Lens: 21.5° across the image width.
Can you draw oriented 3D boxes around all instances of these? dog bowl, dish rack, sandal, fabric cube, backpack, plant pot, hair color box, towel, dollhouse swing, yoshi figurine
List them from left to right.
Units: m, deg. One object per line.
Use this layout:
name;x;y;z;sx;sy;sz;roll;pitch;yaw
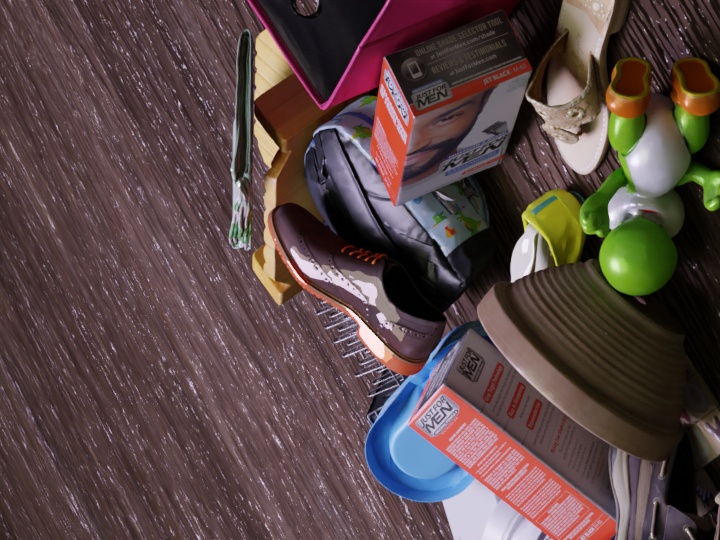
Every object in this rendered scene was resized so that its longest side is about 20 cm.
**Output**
towel;-0.115;-0.120;1.840;0.200;0.023;0.154;99;172;-71
dollhouse swing;-0.090;-0.118;1.899;0.175;0.181;0.202;30;137;27
dish rack;0.005;0.043;1.853;0.054;0.154;0.201;-26;105;18
fabric cube;0.025;-0.287;1.547;0.197;0.198;0.200;57;149;13
backpack;0.034;-0.064;1.769;0.200;0.154;0.163;40;153;1
hair color box;0.073;-0.133;1.607;0.200;0.110;0.064;96;150;-70
dog bowl;0.087;0.127;1.763;0.111;0.050;0.200;35;116;-13
hair color box;0.146;0.153;1.667;0.199;0.102;0.061;39;122;-4
sandal;0.163;-0.160;1.545;0.078;0.069;0.213;43;143;34
plant pot;0.201;0.057;1.563;0.201;0.200;0.093;46;106;30
yoshi figurine;0.227;-0.060;1.484;0.112;0.112;0.201;34;141;32

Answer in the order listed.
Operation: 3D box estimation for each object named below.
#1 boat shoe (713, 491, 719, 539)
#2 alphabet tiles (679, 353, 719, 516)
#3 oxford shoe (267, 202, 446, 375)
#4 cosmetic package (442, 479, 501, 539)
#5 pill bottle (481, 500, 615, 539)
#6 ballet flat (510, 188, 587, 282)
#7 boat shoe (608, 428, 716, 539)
boat shoe;0.324;0.179;1.526;0.075;0.074;0.204;37;140;39
alphabet tiles;0.257;0.143;1.675;0.168;0.007;0.200;58;150;13
oxford shoe;0.000;0.000;1.713;0.200;0.071;0.073;43;127;9
cosmetic package;0.141;0.249;1.870;0.101;0.074;0.202;-1;111;57
pill bottle;0.208;0.276;1.728;0.199;0.111;0.112;27;133;40
ballet flat;0.161;0.019;1.680;0.067;0.067;0.202;38;140;41
boat shoe;0.258;0.223;1.596;0.073;0.074;0.202;-21;66;35
